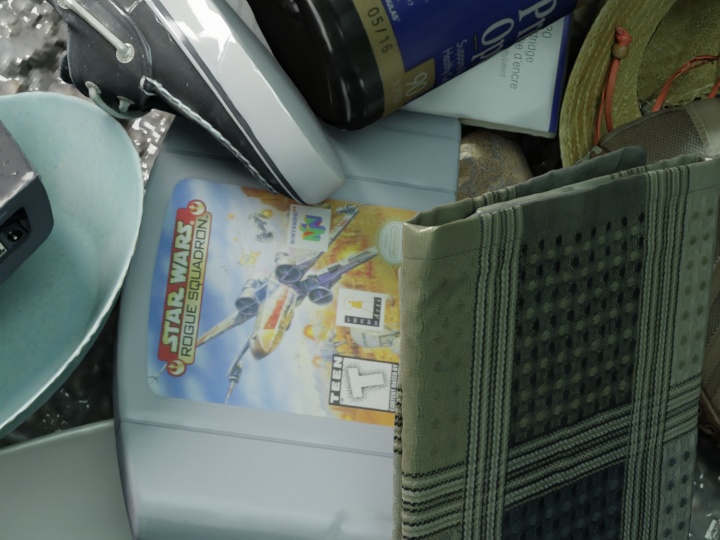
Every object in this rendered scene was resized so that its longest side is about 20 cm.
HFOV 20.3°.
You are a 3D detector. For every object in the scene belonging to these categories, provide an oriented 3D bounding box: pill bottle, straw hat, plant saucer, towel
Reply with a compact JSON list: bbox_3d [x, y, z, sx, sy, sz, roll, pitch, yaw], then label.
[{"bbox_3d":[0.052,-0.149,0.807,0.199,0.112,0.112,-29,78,-10],"label":"pill bottle"},{"bbox_3d":[0.156,-0.107,0.933,0.200,0.202,0.085,-22,36,-18],"label":"straw hat"},{"bbox_3d":[-0.165,0.016,0.813,0.200,0.039,0.202,-18,45,19],"label":"plant saucer"},{"bbox_3d":[0.073,0.056,0.785,0.192,0.034,0.202,-14,113,-45],"label":"towel"}]

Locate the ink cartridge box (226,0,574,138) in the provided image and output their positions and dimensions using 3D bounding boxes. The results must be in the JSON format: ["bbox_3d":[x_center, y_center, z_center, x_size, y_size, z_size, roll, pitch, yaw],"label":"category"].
[{"bbox_3d":[-0.001,-0.168,0.874,0.198,0.047,0.199,8,89,-15],"label":"ink cartridge box"}]

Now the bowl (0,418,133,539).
[{"bbox_3d":[-0.095,0.167,0.795,0.198,0.075,0.201,-14,73,-16],"label":"bowl"}]

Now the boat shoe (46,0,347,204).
[{"bbox_3d":[-0.088,-0.092,0.798,0.068,0.072,0.200,-42,82,6],"label":"boat shoe"}]

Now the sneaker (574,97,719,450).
[{"bbox_3d":[0.150,0.028,0.888,0.075,0.070,0.201,-16,98,6],"label":"sneaker"}]

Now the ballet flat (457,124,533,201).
[{"bbox_3d":[0.000,0.000,0.880,0.199,0.068,0.068,-31,86,-18],"label":"ballet flat"}]

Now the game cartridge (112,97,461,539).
[{"bbox_3d":[-0.031,0.019,0.807,0.132,0.042,0.201,9,64,-9],"label":"game cartridge"}]

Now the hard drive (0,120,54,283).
[{"bbox_3d":[-0.219,0.003,0.795,0.200,0.042,0.135,-37,43,-4],"label":"hard drive"}]
